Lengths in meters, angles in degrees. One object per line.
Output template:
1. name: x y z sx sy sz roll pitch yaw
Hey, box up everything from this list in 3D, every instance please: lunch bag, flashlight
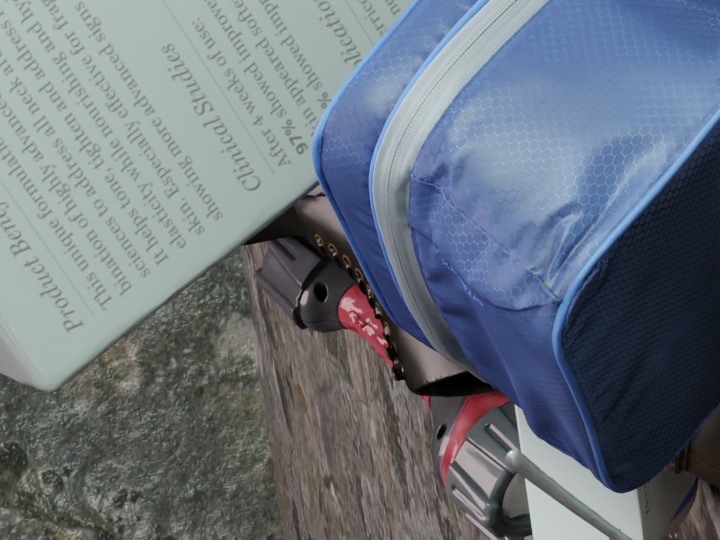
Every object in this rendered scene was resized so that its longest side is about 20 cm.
1. lunch bag: 0.074 -0.027 0.947 0.132 0.136 0.200 38 167 27
2. flashlight: 0.024 0.044 1.263 0.200 0.068 0.068 42 117 38

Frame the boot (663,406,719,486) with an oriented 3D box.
1. boot: 0.175 -0.009 1.043 0.075 0.097 0.201 -5 -68 -73

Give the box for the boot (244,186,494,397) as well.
1. boot: 0.000 0.000 1.226 0.200 0.077 0.139 -15 71 41

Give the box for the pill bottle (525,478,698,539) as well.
1. pill bottle: 0.108 0.029 1.307 0.114 0.113 0.200 -111 14 -51

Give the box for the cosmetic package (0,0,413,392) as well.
1. cosmetic package: -0.105 -0.088 1.003 0.168 0.200 0.166 57 164 -18

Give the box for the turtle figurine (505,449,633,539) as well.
1. turtle figurine: 0.163 0.074 0.942 0.194 0.199 0.144 88 -157 -62

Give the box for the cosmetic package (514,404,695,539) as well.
1. cosmetic package: 0.098 0.004 1.135 0.151 0.052 0.201 -40 -57 -70
